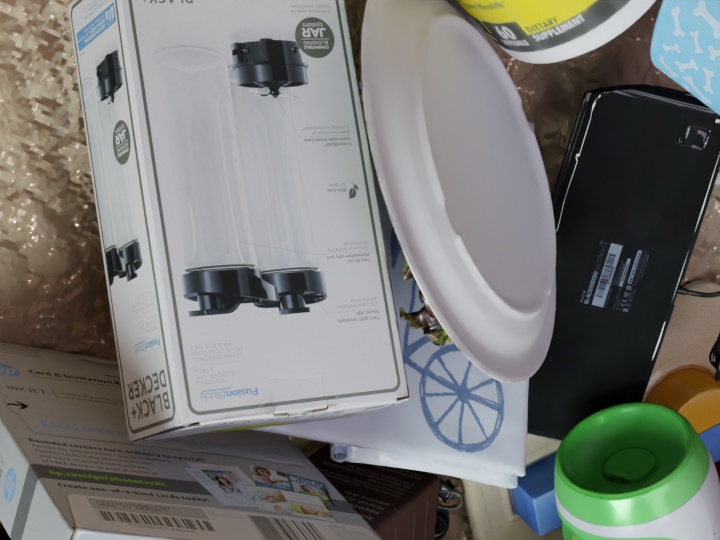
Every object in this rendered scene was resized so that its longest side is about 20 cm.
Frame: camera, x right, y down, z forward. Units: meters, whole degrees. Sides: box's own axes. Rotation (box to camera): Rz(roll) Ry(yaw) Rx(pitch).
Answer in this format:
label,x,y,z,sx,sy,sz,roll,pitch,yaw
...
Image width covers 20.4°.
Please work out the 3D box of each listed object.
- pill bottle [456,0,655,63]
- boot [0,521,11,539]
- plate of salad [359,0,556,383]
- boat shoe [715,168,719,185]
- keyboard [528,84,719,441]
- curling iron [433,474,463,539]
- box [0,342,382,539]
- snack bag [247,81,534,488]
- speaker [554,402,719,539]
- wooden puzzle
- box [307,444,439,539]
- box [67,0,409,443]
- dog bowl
label,x,y,z,sx,sy,sz,roll,pitch,yaw
pill bottle,0.050,-0.195,0.895,0.114,0.114,0.200,-49,123,-1
boot,-0.125,0.155,0.938,0.200,0.071,0.144,1,151,-22
plate of salad,0.040,-0.044,0.924,0.048,0.201,0.200,-15,126,24
boat shoe,0.235,-0.053,1.073,0.199,0.074,0.066,-4,108,-25
keyboard,0.150,0.005,1.028,0.126,0.021,0.201,13,113,-5
curling iron,0.055,0.191,1.110,0.049,0.026,0.201,-28,121,-11
box,-0.091,0.093,0.890,0.155,0.200,0.041,11,107,-30
snack bag,0.000,0.000,0.956,0.199,0.021,0.190,11,74,-30
speaker,0.160,0.168,1.055,0.088,0.088,0.201,-29,124,-14
wooden puzzle,0.151,0.129,1.122,0.184,0.046,0.201,-24,119,-17
box,-0.038,0.168,0.954,0.200,0.075,0.101,-29,128,-55
box,-0.055,-0.030,0.880,0.116,0.060,0.201,-6,81,-32
dog bowl,0.195,-0.142,0.970,0.200,0.049,0.112,-34,147,-59
